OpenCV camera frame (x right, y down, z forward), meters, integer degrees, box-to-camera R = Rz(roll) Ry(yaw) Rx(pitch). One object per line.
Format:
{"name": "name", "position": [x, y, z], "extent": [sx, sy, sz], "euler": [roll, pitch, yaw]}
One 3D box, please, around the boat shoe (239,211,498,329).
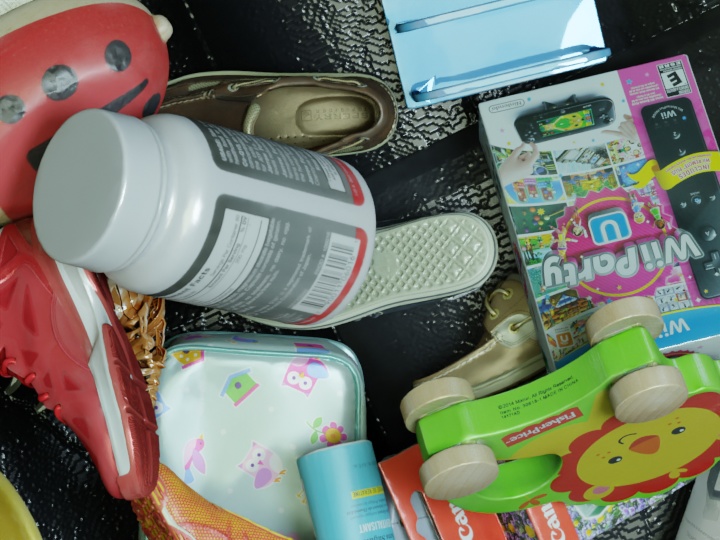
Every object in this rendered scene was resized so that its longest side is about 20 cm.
{"name": "boat shoe", "position": [0.000, 0.000, 1.567], "extent": [0.199, 0.062, 0.075], "euler": [-8, 82, 16]}

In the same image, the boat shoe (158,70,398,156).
{"name": "boat shoe", "position": [-0.076, -0.100, 1.550], "extent": [0.202, 0.075, 0.075], "euler": [-11, 96, 1]}

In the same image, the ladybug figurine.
{"name": "ladybug figurine", "position": [-0.201, -0.099, 1.489], "extent": [0.200, 0.072, 0.136], "euler": [-39, 130, -3]}

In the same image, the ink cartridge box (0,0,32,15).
{"name": "ink cartridge box", "position": [-0.311, -0.141, 1.543], "extent": [0.144, 0.085, 0.200], "euler": [42, 93, -3]}

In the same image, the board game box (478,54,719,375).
{"name": "board game box", "position": [0.171, -0.027, 1.514], "extent": [0.147, 0.064, 0.200], "euler": [-14, 68, -2]}

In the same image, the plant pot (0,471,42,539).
{"name": "plant pot", "position": [-0.325, 0.236, 1.536], "extent": [0.188, 0.201, 0.201], "euler": [-18, 96, 18]}

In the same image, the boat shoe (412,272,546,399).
{"name": "boat shoe", "position": [0.117, 0.032, 1.568], "extent": [0.200, 0.074, 0.067], "euler": [-29, 92, -7]}

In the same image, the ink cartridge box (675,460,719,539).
{"name": "ink cartridge box", "position": [0.306, 0.145, 1.551], "extent": [0.145, 0.085, 0.201], "euler": [16, 98, -20]}

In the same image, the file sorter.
{"name": "file sorter", "position": [0.075, -0.216, 1.508], "extent": [0.138, 0.123, 0.201], "euler": [-13, 96, 2]}

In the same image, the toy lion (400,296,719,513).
{"name": "toy lion", "position": [0.146, 0.103, 1.456], "extent": [0.200, 0.192, 0.069], "euler": [-23, 59, 10]}

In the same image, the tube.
{"name": "tube", "position": [0.006, 0.212, 1.497], "extent": [0.050, 0.077, 0.201], "euler": [-22, 79, 44]}

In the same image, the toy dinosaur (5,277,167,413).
{"name": "toy dinosaur", "position": [-0.178, 0.024, 1.531], "extent": [0.135, 0.200, 0.102], "euler": [-25, 130, 9]}

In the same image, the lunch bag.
{"name": "lunch bag", "position": [-0.069, 0.144, 1.573], "extent": [0.160, 0.077, 0.201], "euler": [2, 98, -6]}

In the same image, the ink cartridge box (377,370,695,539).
{"name": "ink cartridge box", "position": [0.121, 0.131, 1.545], "extent": [0.200, 0.050, 0.109], "euler": [-26, 96, -25]}

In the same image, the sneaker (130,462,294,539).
{"name": "sneaker", "position": [-0.075, 0.190, 1.516], "extent": [0.200, 0.073, 0.077], "euler": [47, 71, -14]}

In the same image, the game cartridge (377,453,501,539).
{"name": "game cartridge", "position": [0.069, 0.216, 1.574], "extent": [0.133, 0.042, 0.201], "euler": [-8, 96, -23]}

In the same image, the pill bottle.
{"name": "pill bottle", "position": [-0.098, -0.035, 1.455], "extent": [0.200, 0.114, 0.114], "euler": [13, 97, -41]}

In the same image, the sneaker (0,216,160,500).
{"name": "sneaker", "position": [-0.202, 0.065, 1.461], "extent": [0.115, 0.078, 0.200], "euler": [-21, 67, 4]}
